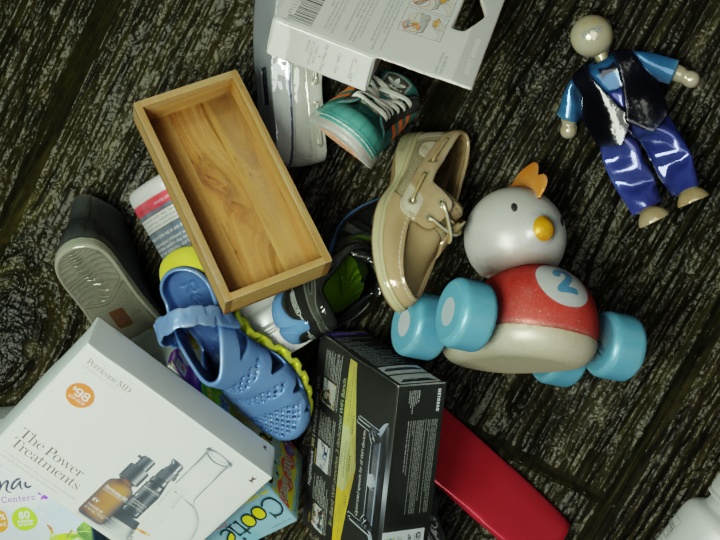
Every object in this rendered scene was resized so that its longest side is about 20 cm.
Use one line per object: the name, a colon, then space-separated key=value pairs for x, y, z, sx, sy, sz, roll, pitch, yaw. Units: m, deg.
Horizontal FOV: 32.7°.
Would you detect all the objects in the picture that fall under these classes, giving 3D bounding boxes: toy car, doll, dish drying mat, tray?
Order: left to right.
tray: x=-0.113 y=-0.070 z=1.064 sx=0.099 sy=0.037 sz=0.200 roll=-22 pitch=72 yaw=-17
dish drying mat: x=0.116 y=0.207 z=1.195 sx=0.200 sy=0.077 sz=0.018 roll=41 pitch=141 yaw=-1
toy car: x=0.148 y=-0.009 z=1.116 sx=0.184 sy=0.177 sz=0.200 roll=12 pitch=77 yaw=-21
doll: x=0.254 y=-0.147 z=1.144 sx=0.136 sy=0.048 sz=0.200 roll=-27 pitch=89 yaw=16

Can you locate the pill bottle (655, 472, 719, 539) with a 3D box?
pill bottle: x=0.330 y=0.289 z=1.164 sx=0.113 sy=0.113 sz=0.200 roll=34 pitch=99 yaw=-1

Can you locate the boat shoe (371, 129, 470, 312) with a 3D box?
boat shoe: x=0.058 y=-0.053 z=1.104 sx=0.064 sy=0.200 sz=0.071 roll=-8 pitch=141 yaw=25

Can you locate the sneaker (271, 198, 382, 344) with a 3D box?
sneaker: x=0.000 y=0.000 z=1.122 sx=0.083 sy=0.200 sz=0.071 roll=-9 pitch=117 yaw=40

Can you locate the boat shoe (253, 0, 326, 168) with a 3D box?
boat shoe: x=-0.058 y=-0.197 z=1.157 sx=0.070 sy=0.071 sz=0.200 roll=-4 pitch=94 yaw=-23

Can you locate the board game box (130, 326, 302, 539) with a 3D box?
board game box: x=-0.152 y=0.156 z=1.150 sx=0.105 sy=0.103 sz=0.200 roll=-28 pitch=114 yaw=15

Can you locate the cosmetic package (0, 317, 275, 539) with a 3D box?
cosmetic package: x=-0.198 y=0.157 z=1.065 sx=0.200 sy=0.052 sz=0.151 roll=39 pitch=109 yaw=-17

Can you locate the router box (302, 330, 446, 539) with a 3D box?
router box: x=0.009 y=0.173 z=1.138 sx=0.052 sy=0.157 sz=0.200 roll=-1 pitch=106 yaw=-28

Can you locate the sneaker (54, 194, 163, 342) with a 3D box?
sneaker: x=-0.227 y=0.022 z=1.194 sx=0.075 sy=0.106 sz=0.200 roll=-16 pitch=126 yaw=6

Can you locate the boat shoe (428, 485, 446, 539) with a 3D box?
boat shoe: x=0.055 y=0.237 z=1.199 sx=0.066 sy=0.075 sz=0.200 roll=-13 pitch=76 yaw=-25

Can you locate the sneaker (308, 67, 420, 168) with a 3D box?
sneaker: x=0.009 y=-0.144 z=1.084 sx=0.071 sy=0.200 sz=0.080 roll=38 pitch=100 yaw=-3

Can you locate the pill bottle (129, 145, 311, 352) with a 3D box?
pill bottle: x=-0.118 y=-0.012 z=1.152 sx=0.119 sy=0.120 sz=0.200 roll=-28 pitch=94 yaw=7

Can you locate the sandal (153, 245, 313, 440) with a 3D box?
sandal: x=-0.118 y=0.078 z=1.075 sx=0.079 sy=0.087 sz=0.200 roll=-31 pitch=108 yaw=27

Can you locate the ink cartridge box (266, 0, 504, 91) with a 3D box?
ink cartridge box: x=0.033 y=-0.234 z=1.083 sx=0.176 sy=0.200 sz=0.045 roll=21 pitch=139 yaw=2

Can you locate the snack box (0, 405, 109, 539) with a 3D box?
snack box: x=-0.361 y=0.223 z=1.226 sx=0.200 sy=0.068 sz=0.169 roll=-6 pitch=97 yaw=4
